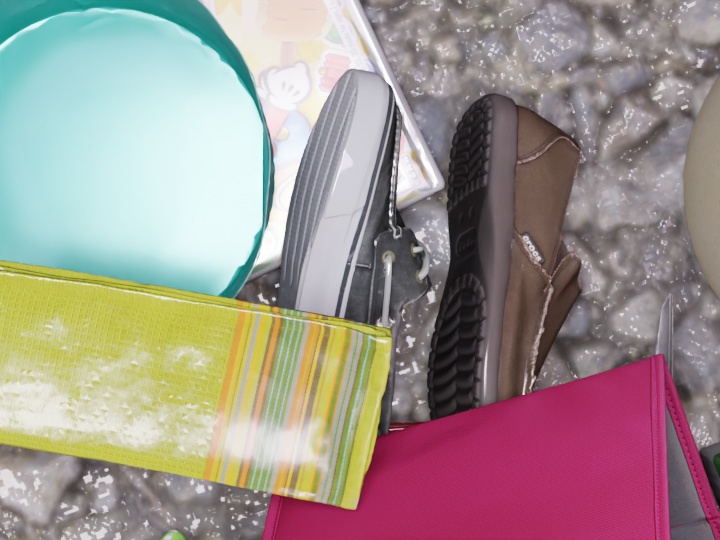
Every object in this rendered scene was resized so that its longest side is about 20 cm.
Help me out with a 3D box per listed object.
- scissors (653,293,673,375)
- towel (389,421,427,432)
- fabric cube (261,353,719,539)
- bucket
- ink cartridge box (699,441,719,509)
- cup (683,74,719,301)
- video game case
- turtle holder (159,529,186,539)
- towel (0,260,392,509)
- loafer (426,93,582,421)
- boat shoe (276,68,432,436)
[{"bbox_3d":[0.153,0.116,1.392,0.073,0.014,0.200,20,91,2],"label":"scissors"},{"bbox_3d":[0.069,0.148,1.408,0.200,0.023,0.144,-2,91,0],"label":"towel"},{"bbox_3d":[0.077,0.188,1.272,0.199,0.196,0.200,-17,114,12],"label":"fabric cube"},{"bbox_3d":[-0.134,-0.048,1.324,0.207,0.135,0.207,0,89,2],"label":"bucket"},{"bbox_3d":[0.246,0.170,1.350,0.083,0.147,0.200,-21,89,0],"label":"ink cartridge box"},{"bbox_3d":[0.270,-0.045,1.357,0.200,0.143,0.200,0,88,-2],"label":"cup"},{"bbox_3d":[-0.080,-0.094,1.407,0.182,0.023,0.200,-25,90,-2],"label":"video game case"},{"bbox_3d":[-0.101,0.226,1.341,0.185,0.132,0.141,-37,96,9],"label":"turtle holder"},{"bbox_3d":[-0.089,0.051,1.250,0.200,0.018,0.086,10,96,-3],"label":"towel"},{"bbox_3d":[0.082,0.012,1.376,0.071,0.073,0.200,9,81,-19],"label":"loafer"},{"bbox_3d":[0.000,0.000,1.372,0.071,0.072,0.200,8,102,-15],"label":"boat shoe"}]
